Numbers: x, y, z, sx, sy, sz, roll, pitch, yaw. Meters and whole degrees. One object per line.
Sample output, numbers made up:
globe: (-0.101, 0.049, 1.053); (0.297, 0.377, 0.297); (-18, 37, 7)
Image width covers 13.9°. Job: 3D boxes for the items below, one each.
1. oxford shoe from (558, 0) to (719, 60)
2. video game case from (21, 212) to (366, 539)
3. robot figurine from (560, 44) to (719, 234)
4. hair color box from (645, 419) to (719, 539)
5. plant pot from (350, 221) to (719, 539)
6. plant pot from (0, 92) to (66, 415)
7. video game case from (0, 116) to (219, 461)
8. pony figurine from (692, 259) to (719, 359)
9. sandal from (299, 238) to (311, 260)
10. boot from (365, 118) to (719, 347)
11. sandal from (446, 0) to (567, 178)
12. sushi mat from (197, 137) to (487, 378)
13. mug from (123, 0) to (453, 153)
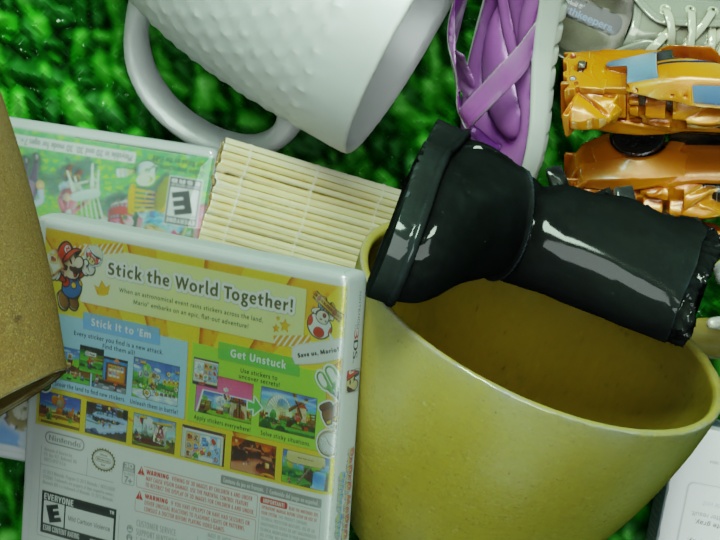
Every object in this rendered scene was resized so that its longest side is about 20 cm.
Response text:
oxford shoe: (0.173, -0.121, 1.594); (0.200, 0.058, 0.075); (18, 91, -2)
video game case: (-0.088, 0.074, 1.511); (0.200, 0.023, 0.182); (11, 103, 34)
robot figurine: (0.206, -0.065, 1.568); (0.200, 0.058, 0.145); (2, 137, 7)
hair color box: (0.199, 0.185, 1.607); (0.099, 0.061, 0.200); (11, 92, 0)
plant pot: (0.067, 0.085, 1.522); (0.200, 0.200, 0.142); (23, 113, -1)
plant pot: (-0.239, -0.013, 1.507); (0.186, 0.186, 0.200); (-29, 86, 1)
video game case: (-0.181, 0.010, 1.593); (0.200, 0.022, 0.182); (9, 93, 14)
pony figurine: (0.264, 0.036, 1.530); (0.193, 0.200, 0.167); (9, 92, -1)
sandal: (-0.052, 0.051, 1.604); (0.080, 0.054, 0.200); (-10, 97, 11)
boot: (0.094, -0.007, 1.475); (0.162, 0.198, 0.073); (24, 109, 1)
sandal: (0.069, -0.124, 1.559); (0.050, 0.082, 0.203); (-3, 120, -24)
sushi mat: (0.000, 0.000, 1.573); (0.200, 0.012, 0.096); (16, 86, -29)
mug: (-0.055, -0.148, 1.560); (0.175, 0.148, 0.200); (31, 123, 6)
